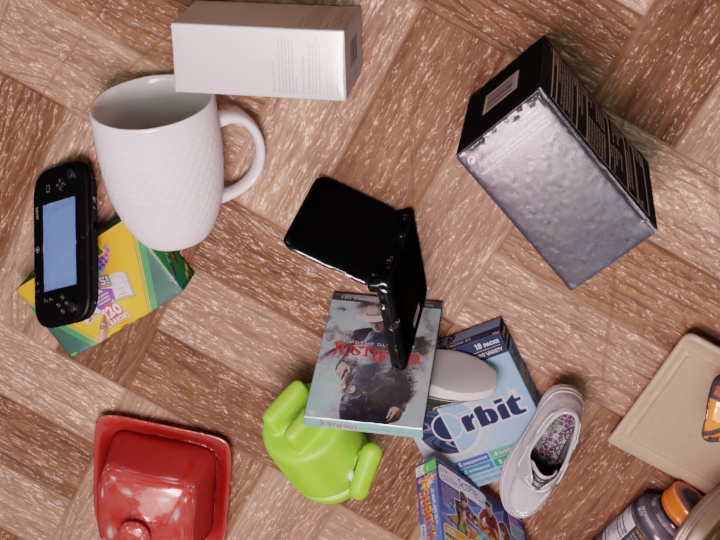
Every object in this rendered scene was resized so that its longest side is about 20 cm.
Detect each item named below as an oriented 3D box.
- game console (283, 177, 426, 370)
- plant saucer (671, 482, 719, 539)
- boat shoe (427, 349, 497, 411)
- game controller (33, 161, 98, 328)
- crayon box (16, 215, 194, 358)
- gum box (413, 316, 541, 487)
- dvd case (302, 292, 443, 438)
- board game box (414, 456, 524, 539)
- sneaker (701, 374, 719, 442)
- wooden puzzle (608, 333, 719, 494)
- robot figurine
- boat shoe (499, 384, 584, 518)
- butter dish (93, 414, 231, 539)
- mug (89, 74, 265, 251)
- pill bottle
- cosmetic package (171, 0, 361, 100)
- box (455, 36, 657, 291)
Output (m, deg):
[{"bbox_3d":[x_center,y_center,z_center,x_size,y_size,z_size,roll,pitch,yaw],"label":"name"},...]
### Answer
[{"bbox_3d":[0.000,0.000,1.453,0.115,0.200,0.178,-5,115,14],"label":"game console"},{"bbox_3d":[0.448,0.342,1.553,0.029,0.199,0.202,35,127,42],"label":"plant saucer"},{"bbox_3d":[0.070,0.141,1.536,0.197,0.071,0.064,4,131,8],"label":"boat shoe"},{"bbox_3d":[-0.366,-0.031,1.540,0.103,0.042,0.203,-9,78,28],"label":"game controller"},{"bbox_3d":[-0.328,0.014,1.602,0.199,0.058,0.119,-30,106,22],"label":"crayon box"},{"bbox_3d":[0.144,0.179,1.599,0.168,0.045,0.201,-22,110,20],"label":"gum box"},{"bbox_3d":[0.018,0.111,1.506,0.144,0.201,0.022,5,135,9],"label":"dvd case"},{"bbox_3d":[0.147,0.340,1.586,0.034,0.136,0.200,-30,130,27],"label":"board game box"},{"bbox_3d":[0.476,0.202,1.498,0.111,0.078,0.202,-17,104,25],"label":"sneaker"},{"bbox_3d":[0.436,0.185,1.554,0.184,0.037,0.201,28,122,-4],"label":"wooden puzzle"},{"bbox_3d":[-0.053,0.224,1.597,0.175,0.116,0.201,30,160,36],"label":"robot figurine"},{"bbox_3d":[0.227,0.239,1.548,0.071,0.069,0.201,25,117,-3],"label":"boat shoe"},{"bbox_3d":[-0.287,0.321,1.693,0.197,0.148,0.202,10,117,5],"label":"butter dish"},{"bbox_3d":[-0.208,-0.127,1.477,0.198,0.148,0.177,-15,125,-15],"label":"mug"},{"bbox_3d":[0.366,0.361,1.608,0.106,0.106,0.200,35,117,-7],"label":"pill bottle"},{"bbox_3d":[-0.104,-0.251,1.404,0.198,0.108,0.086,4,117,11],"label":"cosmetic package"},{"bbox_3d":[0.214,-0.118,1.354,0.123,0.200,0.199,-38,104,24],"label":"box"}]
